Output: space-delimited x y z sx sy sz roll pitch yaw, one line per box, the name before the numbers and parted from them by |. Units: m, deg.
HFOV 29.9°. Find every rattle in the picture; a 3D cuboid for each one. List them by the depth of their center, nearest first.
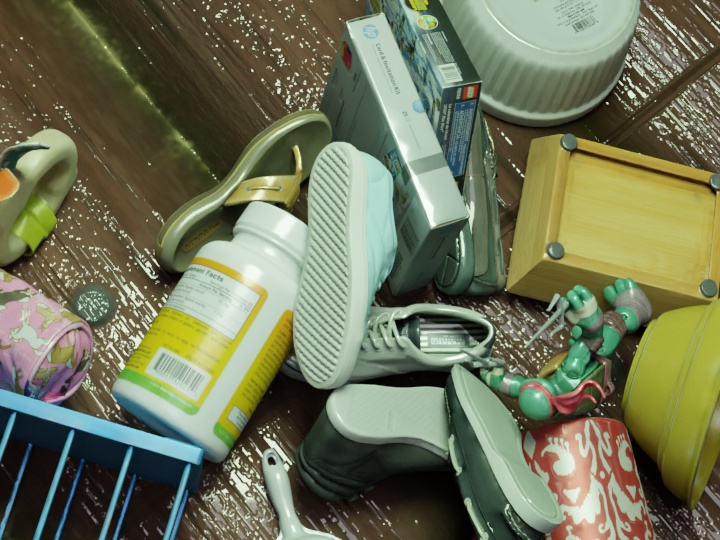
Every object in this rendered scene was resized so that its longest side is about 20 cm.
rattle | -0.314 -0.089 1.105 0.130 0.200 0.143 -42 85 2

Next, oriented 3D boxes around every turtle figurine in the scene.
turtle figurine | 0.167 0.076 1.130 0.199 0.149 0.101 -23 81 -51

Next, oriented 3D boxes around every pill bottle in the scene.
pill bottle | -0.110 0.047 1.127 0.110 0.111 0.201 30 74 3

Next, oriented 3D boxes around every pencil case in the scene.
pencil case | -0.317 0.038 1.104 0.199 0.083 0.087 29 62 17

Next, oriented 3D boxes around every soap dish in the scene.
soap dish | 0.245 -0.035 1.245 0.198 0.081 0.159 14 68 -3

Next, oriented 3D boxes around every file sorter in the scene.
file sorter | -0.235 0.181 1.055 0.198 0.139 0.124 16 71 -3

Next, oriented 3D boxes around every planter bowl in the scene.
planter bowl | 0.276 0.097 1.156 0.083 0.201 0.202 18 65 21

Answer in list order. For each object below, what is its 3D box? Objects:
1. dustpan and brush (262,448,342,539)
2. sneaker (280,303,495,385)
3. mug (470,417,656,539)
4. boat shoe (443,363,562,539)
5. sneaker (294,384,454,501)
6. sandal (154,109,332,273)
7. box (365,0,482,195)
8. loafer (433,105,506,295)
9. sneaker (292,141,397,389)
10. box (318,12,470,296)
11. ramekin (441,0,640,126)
dustpan and brush | -0.046 0.242 1.112 0.138 0.057 0.202 -13 79 -15
sneaker | 0.022 0.056 1.178 0.197 0.071 0.074 -5 70 -9
mug | 0.165 0.234 1.104 0.175 0.134 0.202 -2 66 -12
boat shoe | 0.097 0.151 1.080 0.075 0.201 0.060 34 108 -25
sneaker | 0.029 0.152 1.150 0.198 0.099 0.071 13 44 -37
sandal | -0.095 -0.061 1.197 0.200 0.081 0.054 -41 59 -15
box | 0.051 -0.180 1.208 0.039 0.138 0.201 -10 52 -14
loafer | 0.101 -0.073 1.252 0.062 0.072 0.203 8 74 -27
sneaker | 0.000 0.000 1.103 0.081 0.073 0.203 15 78 -41
box | 0.025 -0.099 1.193 0.041 0.156 0.202 -17 72 -18
ramekin | 0.176 -0.252 1.304 0.198 0.105 0.202 3 68 -8
